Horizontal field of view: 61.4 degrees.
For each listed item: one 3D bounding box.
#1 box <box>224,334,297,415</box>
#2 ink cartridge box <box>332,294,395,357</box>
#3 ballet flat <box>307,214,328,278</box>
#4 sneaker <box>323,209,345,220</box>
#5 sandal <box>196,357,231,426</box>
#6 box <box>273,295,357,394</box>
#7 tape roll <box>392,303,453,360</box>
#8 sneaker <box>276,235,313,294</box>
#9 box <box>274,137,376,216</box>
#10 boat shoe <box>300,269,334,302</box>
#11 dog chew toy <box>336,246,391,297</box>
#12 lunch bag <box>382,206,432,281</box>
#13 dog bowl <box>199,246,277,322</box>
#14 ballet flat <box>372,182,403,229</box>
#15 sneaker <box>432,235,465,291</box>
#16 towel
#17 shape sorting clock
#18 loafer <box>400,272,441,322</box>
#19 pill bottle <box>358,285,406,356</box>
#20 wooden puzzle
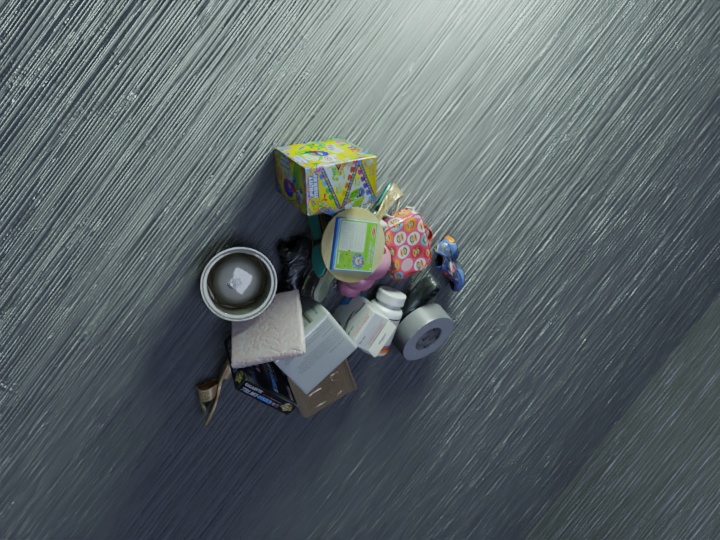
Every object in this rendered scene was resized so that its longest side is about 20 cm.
[{"bbox_3d":[-0.279,0.287,1.688,0.050,0.200,0.198,-44,128,11],"label":"box"},{"bbox_3d":[0.004,0.153,1.793,0.067,0.200,0.116,30,96,-38],"label":"ink cartridge box"},{"bbox_3d":[-0.098,-0.075,1.644,0.063,0.068,0.201,9,69,-50],"label":"ballet flat"},{"bbox_3d":[-0.057,-0.153,1.662,0.072,0.072,0.200,-19,157,12],"label":"sneaker"},{"bbox_3d":[-0.426,0.329,1.716,0.069,0.078,0.212,24,95,-17],"label":"sandal"},{"bbox_3d":[-0.160,0.192,1.713,0.199,0.200,0.171,-42,126,-7],"label":"box"},{"bbox_3d":[0.206,0.203,1.991,0.200,0.066,0.201,-25,144,-19],"label":"tape roll"},{"bbox_3d":[-0.198,-0.008,1.668,0.114,0.076,0.200,26,96,-36],"label":"sneaker"},{"bbox_3d":[-0.090,-0.243,1.530,0.192,0.200,0.122,-14,121,-24],"label":"box"},{"bbox_3d":[-0.103,0.001,1.700,0.072,0.060,0.201,80,28,-44],"label":"boat shoe"},{"bbox_3d":[0.000,0.000,1.758,0.124,0.125,0.200,13,131,-35],"label":"dog chew toy"},{"bbox_3d":[0.139,-0.084,1.828,0.176,0.082,0.201,-27,125,-18],"label":"lunch bag"},{"bbox_3d":[-0.321,0.028,1.584,0.199,0.074,0.201,-5,105,-19],"label":"dog bowl"},{"bbox_3d":[0.061,-0.157,1.725,0.065,0.071,0.200,34,81,-8],"label":"ballet flat"},{"bbox_3d":[0.281,-0.016,1.967,0.078,0.075,0.201,-24,117,-9],"label":"sneaker"},{"bbox_3d":[-0.247,0.156,1.611,0.199,0.192,0.032,-13,148,10],"label":"towel"},{"bbox_3d":[-0.019,-0.068,1.616,0.199,0.039,0.201,-5,100,-29],"label":"shape sorting clock"},{"bbox_3d":[0.173,0.092,1.953,0.201,0.070,0.068,-47,150,18],"label":"loafer"},{"bbox_3d":[0.065,0.156,1.889,0.109,0.110,0.201,10,109,-35],"label":"pill bottle"},{"bbox_3d":[-0.126,0.351,1.919,0.199,0.046,0.186,-26,125,-12],"label":"wooden puzzle"}]
